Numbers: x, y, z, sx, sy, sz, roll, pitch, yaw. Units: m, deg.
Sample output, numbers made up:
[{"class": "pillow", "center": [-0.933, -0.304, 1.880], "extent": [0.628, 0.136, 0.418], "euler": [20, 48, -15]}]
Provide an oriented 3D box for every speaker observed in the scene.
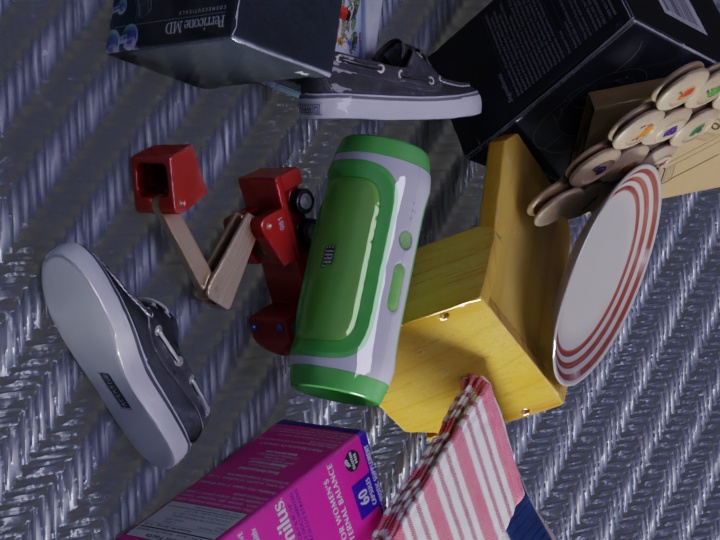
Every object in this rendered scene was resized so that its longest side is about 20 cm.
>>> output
[{"class": "speaker", "center": [0.000, 0.000, 1.464], "extent": [0.088, 0.088, 0.202], "euler": [22, 74, -44]}]

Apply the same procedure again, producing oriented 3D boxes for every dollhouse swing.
[{"class": "dollhouse swing", "center": [0.085, 0.011, 1.602], "extent": [0.200, 0.180, 0.177], "euler": [47, 30, -51]}]

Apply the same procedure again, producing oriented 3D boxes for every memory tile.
[{"class": "memory tile", "center": [0.237, -0.105, 1.555], "extent": [0.153, 0.200, 0.017], "euler": [-7, 60, -53]}]

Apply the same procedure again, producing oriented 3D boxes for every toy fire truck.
[{"class": "toy fire truck", "center": [-0.094, -0.015, 1.463], "extent": [0.141, 0.048, 0.202], "euler": [-30, 112, -42]}]

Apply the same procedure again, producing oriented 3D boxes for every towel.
[{"class": "towel", "center": [0.071, 0.202, 1.534], "extent": [0.201, 0.030, 0.147], "euler": [-54, 139, -36]}]

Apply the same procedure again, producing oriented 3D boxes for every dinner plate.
[{"class": "dinner plate", "center": [0.204, 0.002, 1.593], "extent": [0.200, 0.024, 0.202], "euler": [-49, 151, -38]}]

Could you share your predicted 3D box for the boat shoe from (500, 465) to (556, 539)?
[{"class": "boat shoe", "center": [0.128, 0.246, 1.680], "extent": [0.072, 0.072, 0.202], "euler": [-34, 109, -42]}]

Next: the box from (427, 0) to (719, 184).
[{"class": "box", "center": [0.204, -0.175, 1.647], "extent": [0.199, 0.196, 0.125], "euler": [17, 42, -45]}]

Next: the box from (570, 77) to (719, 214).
[{"class": "box", "center": [0.281, -0.118, 1.642], "extent": [0.198, 0.164, 0.021], "euler": [-12, 58, -11]}]

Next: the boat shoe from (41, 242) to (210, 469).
[{"class": "boat shoe", "center": [-0.165, 0.052, 1.372], "extent": [0.068, 0.071, 0.201], "euler": [-47, 125, -33]}]

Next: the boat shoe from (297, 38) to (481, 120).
[{"class": "boat shoe", "center": [0.026, -0.156, 1.527], "extent": [0.199, 0.070, 0.067], "euler": [-5, 96, -42]}]

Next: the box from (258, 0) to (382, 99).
[{"class": "box", "center": [-0.038, -0.243, 1.527], "extent": [0.136, 0.037, 0.202], "euler": [17, 78, -45]}]

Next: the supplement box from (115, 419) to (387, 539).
[{"class": "supplement box", "center": [-0.079, 0.209, 1.443], "extent": [0.199, 0.103, 0.102], "euler": [-34, 115, -39]}]

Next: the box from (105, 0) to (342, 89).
[{"class": "box", "center": [-0.093, -0.248, 1.391], "extent": [0.106, 0.147, 0.202], "euler": [15, 79, -45]}]
